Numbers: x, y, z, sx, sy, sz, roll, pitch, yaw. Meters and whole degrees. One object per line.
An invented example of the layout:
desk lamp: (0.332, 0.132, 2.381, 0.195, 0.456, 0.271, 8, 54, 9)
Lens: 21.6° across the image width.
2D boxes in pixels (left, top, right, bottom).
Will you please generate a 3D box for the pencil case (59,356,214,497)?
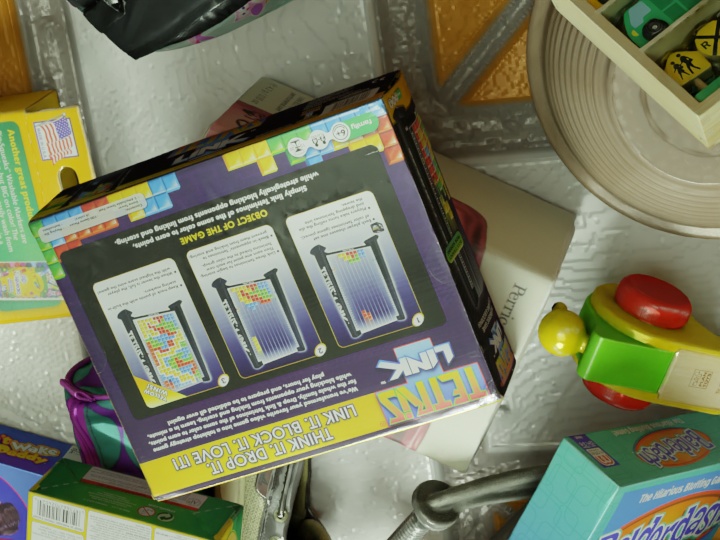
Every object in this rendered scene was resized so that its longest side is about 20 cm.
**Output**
pencil case: (-0.128, 0.147, 1.125, 0.085, 0.092, 0.201, 20, 119, 50)

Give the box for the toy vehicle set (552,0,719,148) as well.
toy vehicle set: (0.200, -0.158, 0.885, 0.200, 0.124, 0.027, -38, 142, -5)

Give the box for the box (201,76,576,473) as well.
box: (0.000, 0.000, 1.031, 0.199, 0.109, 0.128, 24, 113, 4)

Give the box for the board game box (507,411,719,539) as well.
board game box: (0.125, 0.174, 1.044, 0.045, 0.152, 0.201, 41, 118, 32)

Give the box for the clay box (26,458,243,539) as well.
clay box: (-0.134, 0.216, 1.080, 0.114, 0.048, 0.201, 13, 115, 13)

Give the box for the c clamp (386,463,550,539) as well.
c clamp: (0.037, 0.159, 1.057, 0.170, 0.027, 0.200, 2, 147, -31)

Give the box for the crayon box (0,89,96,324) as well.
crayon box: (-0.234, -0.032, 1.105, 0.199, 0.052, 0.126, -6, 108, 16)

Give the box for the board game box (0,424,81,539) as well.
board game box: (-0.249, 0.193, 1.194, 0.134, 0.045, 0.201, 16, 112, 7)

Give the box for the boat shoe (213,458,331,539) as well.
boat shoe: (-0.049, 0.167, 1.122, 0.064, 0.073, 0.201, 1, 115, 11)

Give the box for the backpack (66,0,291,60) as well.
backpack: (-0.067, -0.197, 0.966, 0.200, 0.127, 0.167, -37, 87, 23)

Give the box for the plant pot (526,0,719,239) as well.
plant pot: (0.179, -0.103, 0.961, 0.200, 0.093, 0.202, 5, 111, 13)

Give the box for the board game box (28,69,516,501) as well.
board game box: (-0.043, 0.011, 0.955, 0.199, 0.057, 0.166, -17, 107, 18)

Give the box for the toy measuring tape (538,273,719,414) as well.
toy measuring tape: (0.183, 0.045, 1.033, 0.199, 0.074, 0.074, 11, 115, -22)
